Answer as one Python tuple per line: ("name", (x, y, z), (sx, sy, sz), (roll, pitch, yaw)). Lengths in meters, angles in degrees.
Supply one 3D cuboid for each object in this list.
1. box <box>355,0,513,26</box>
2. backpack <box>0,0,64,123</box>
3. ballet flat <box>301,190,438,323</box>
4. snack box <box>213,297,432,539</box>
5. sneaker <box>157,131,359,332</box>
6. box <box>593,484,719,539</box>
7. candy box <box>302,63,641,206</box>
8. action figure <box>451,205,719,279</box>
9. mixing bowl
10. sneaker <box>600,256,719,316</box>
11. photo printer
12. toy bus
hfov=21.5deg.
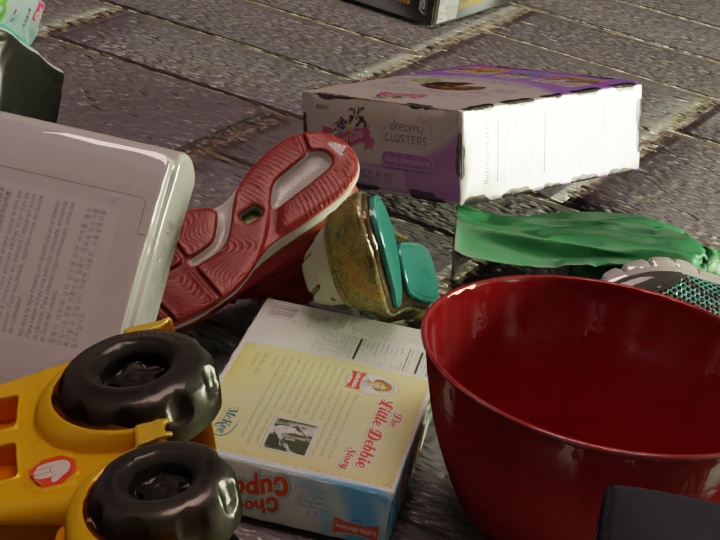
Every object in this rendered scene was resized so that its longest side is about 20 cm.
("box", (0.062, -0.309, 1.946), (0.158, 0.049, 0.200), (21, 26, 26))
("backpack", (-0.321, -0.150, 1.312), (0.199, 0.151, 0.178), (6, -5, 10))
("ballet flat", (0.000, 0.000, 1.134), (0.070, 0.071, 0.200), (15, -5, 13))
("snack box", (-0.022, 0.079, 1.050), (0.116, 0.037, 0.200), (12, 23, 7))
("sneaker", (-0.078, 0.010, 1.163), (0.200, 0.116, 0.078), (-31, 58, -13))
("box", (0.111, 0.208, 0.605), (0.117, 0.201, 0.197), (11, 23, 5))
("candy box", (0.083, -0.106, 1.422), (0.200, 0.072, 0.167), (-13, 18, -41))
("action figure", (0.162, -0.009, 1.297), (0.199, 0.055, 0.118), (6, 22, 3))
("mixing bowl", (0.121, 0.091, 0.986), (0.199, 0.109, 0.200), (8, 24, -4))
("sneaker", (0.224, 0.043, 1.182), (0.199, 0.078, 0.091), (-2, 30, -21))
("photo printer", (-0.206, -0.005, 1.025), (0.199, 0.167, 0.069), (12, -10, 8))
("toy bus", (-0.142, 0.126, 0.806), (0.191, 0.136, 0.200), (-9, 29, -8))
